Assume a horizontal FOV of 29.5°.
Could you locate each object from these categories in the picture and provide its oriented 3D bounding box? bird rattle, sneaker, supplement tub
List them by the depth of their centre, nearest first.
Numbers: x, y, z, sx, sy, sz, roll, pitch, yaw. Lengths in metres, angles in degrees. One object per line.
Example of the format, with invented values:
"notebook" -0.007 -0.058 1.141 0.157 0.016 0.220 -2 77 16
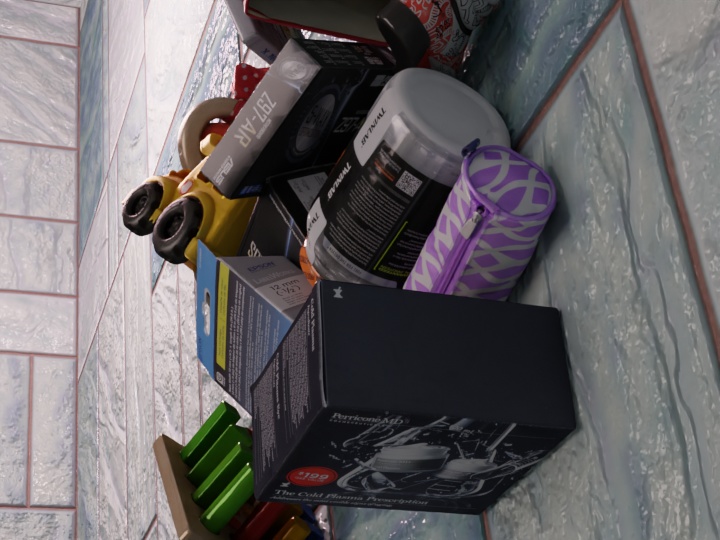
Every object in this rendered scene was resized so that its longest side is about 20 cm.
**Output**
"supplement tub" 0.032 -0.063 1.175 0.200 0.122 0.123 -55 33 35
"sneaker" 0.081 -0.207 1.215 0.067 0.108 0.201 48 177 18
"bird rattle" -0.157 -0.165 1.756 0.112 0.162 0.202 6 101 52

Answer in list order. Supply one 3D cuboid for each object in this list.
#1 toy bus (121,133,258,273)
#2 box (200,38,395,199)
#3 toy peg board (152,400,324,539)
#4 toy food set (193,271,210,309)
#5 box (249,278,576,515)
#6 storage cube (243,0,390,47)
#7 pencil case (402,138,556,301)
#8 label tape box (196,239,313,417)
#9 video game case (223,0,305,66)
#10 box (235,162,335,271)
"toy bus" -0.146 -0.085 1.498 0.200 0.135 0.193 31 90 50
"box" -0.050 -0.148 1.334 0.044 0.200 0.161 44 113 15
"toy peg board" -0.110 0.252 1.502 0.098 0.199 0.200 -49 28 8
"toy food set" -0.163 0.002 1.710 0.144 0.060 0.201 -107 -4 -49
"box" 0.033 0.104 1.054 0.182 0.198 0.105 122 149 -53
"storage cube" -0.015 -0.340 1.330 0.180 0.198 0.172 -102 25 -56
"pencil case" 0.088 -0.007 1.099 0.086 0.084 0.201 -50 -13 -44
"label tape box" -0.079 0.068 1.282 0.200 0.066 0.144 39 134 43
"video game case" -0.111 -0.286 1.427 0.022 0.182 0.201 -31 68 14
"box" -0.033 0.026 1.333 0.201 0.086 0.164 56 143 26
